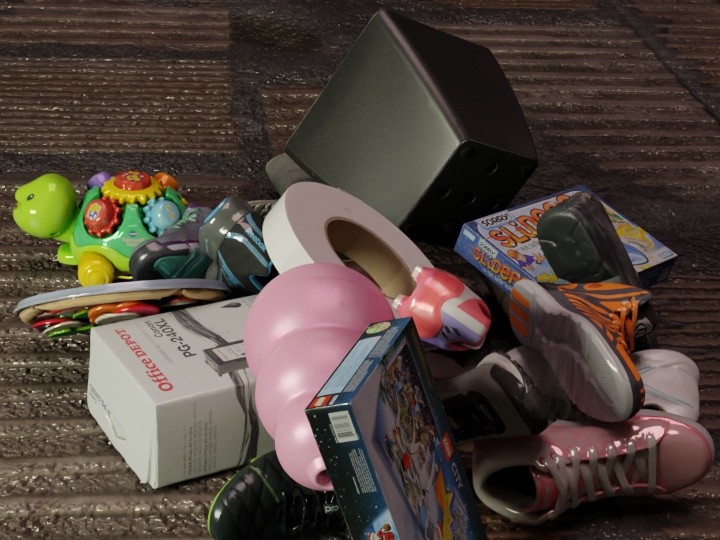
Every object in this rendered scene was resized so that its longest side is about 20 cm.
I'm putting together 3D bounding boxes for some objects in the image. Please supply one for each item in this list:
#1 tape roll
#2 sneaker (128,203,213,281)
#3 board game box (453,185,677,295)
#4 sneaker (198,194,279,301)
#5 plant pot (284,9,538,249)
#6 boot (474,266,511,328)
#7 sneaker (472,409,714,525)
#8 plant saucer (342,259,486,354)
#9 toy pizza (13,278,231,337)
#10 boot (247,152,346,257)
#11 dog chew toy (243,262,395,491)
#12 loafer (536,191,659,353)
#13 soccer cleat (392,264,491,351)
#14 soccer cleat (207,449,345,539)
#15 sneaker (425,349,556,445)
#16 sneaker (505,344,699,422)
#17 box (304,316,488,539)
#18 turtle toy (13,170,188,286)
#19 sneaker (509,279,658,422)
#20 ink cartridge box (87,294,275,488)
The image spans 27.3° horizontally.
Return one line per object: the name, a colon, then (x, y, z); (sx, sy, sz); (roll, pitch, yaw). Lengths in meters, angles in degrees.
tape roll: (0.000, 0.000, 1.351); (0.202, 0.037, 0.203); (33, 24, -17)
sneaker: (-0.175, -0.026, 1.469); (0.088, 0.074, 0.200); (56, 22, 19)
board game box: (0.207, -0.017, 1.479); (0.199, 0.035, 0.135); (-19, 49, -44)
sneaker: (-0.102, 0.006, 1.409); (0.082, 0.200, 0.073); (41, 79, 17)
plant pot: (0.073, -0.135, 1.624); (0.199, 0.200, 0.178); (11, 33, -46)
boot: (0.218, 0.016, 1.525); (0.199, 0.071, 0.146); (-16, 38, -32)
sneaker: (0.184, 0.164, 1.194); (0.198, 0.076, 0.105); (1, 20, 12)
plant saucer: (0.025, 0.046, 1.458); (0.199, 0.037, 0.201); (4, 26, -2)
toy pizza: (-0.216, 0.038, 1.360); (0.198, 0.032, 0.200); (-6, -7, -1)
boot: (-0.077, -0.084, 1.671); (0.180, 0.073, 0.200); (9, 30, -23)
dog chew toy: (-0.028, 0.087, 1.140); (0.123, 0.125, 0.201); (1, 39, -6)
loafer: (0.236, 0.020, 1.370); (0.072, 0.201, 0.072); (-13, 16, 43)
soccer cleat: (0.074, 0.042, 1.208); (0.076, 0.067, 0.200); (35, -2, 11)
soccer cleat: (-0.026, 0.172, 1.157); (0.199, 0.068, 0.081); (-14, 23, -38)
sneaker: (0.085, 0.114, 1.192); (0.079, 0.074, 0.200); (-41, 15, -24)
sneaker: (0.204, 0.111, 1.315); (0.198, 0.071, 0.081); (1, 42, 5)
box: (0.031, 0.153, 1.059); (0.037, 0.201, 0.137); (-11, 18, 24)
turtle toy: (-0.260, -0.052, 1.544); (0.198, 0.102, 0.146); (-1, 26, -9)
sneaker: (0.214, 0.055, 1.256); (0.111, 0.078, 0.200); (-6, 29, -19)
ink cartridge box: (-0.119, 0.097, 1.281); (0.199, 0.084, 0.145); (-11, 30, -30)
